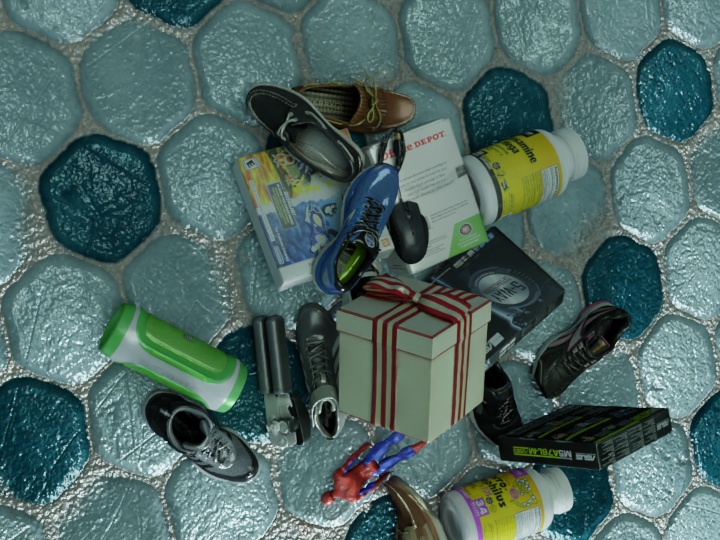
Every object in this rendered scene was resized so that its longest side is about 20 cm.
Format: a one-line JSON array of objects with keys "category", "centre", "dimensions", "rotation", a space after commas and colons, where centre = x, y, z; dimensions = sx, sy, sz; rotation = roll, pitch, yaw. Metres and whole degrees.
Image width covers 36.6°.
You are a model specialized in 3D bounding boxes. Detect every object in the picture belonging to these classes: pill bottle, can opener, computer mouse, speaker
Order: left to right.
[{"category": "speaker", "centre": [-0.261, 0.123, 1.529], "dimensions": [0.199, 0.088, 0.089], "rotation": [30, 81, -19]}, {"category": "can opener", "centre": [-0.120, 0.164, 1.611], "dimensions": [0.066, 0.052, 0.202], "rotation": [-18, 101, -54]}, {"category": "computer mouse", "centre": [0.064, -0.108, 1.588], "dimensions": [0.058, 0.034, 0.202], "rotation": [-13, 97, -16]}, {"category": "pill bottle", "centre": [0.232, 0.372, 1.716], "dimensions": [0.198, 0.104, 0.105], "rotation": [-14, 96, -21]}, {"category": "pill bottle", "centre": [0.252, -0.154, 1.708], "dimensions": [0.199, 0.112, 0.113], "rotation": [-22, 99, -20]}]

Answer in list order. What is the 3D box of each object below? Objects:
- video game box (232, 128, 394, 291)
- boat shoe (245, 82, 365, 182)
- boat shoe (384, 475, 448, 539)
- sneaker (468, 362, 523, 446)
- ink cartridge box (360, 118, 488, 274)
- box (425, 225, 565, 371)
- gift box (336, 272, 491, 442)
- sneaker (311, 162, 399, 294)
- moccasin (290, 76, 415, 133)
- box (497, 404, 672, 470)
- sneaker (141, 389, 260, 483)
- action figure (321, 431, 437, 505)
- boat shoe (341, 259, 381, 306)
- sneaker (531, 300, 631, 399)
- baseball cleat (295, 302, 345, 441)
[{"category": "video game box", "centre": [-0.068, -0.091, 1.590], "dimensions": [0.181, 0.047, 0.201], "rotation": [-18, 78, -22]}, {"category": "boat shoe", "centre": [-0.083, -0.194, 1.551], "dimensions": [0.200, 0.060, 0.074], "rotation": [40, 111, -3]}, {"category": "boat shoe", "centre": [0.089, 0.409, 1.679], "dimensions": [0.072, 0.076, 0.201], "rotation": [-34, 101, -15]}, {"category": "sneaker", "centre": [0.208, 0.201, 1.712], "dimensions": [0.075, 0.087, 0.201], "rotation": [-34, 103, -17]}, {"category": "ink cartridge box", "centre": [0.089, -0.113, 1.660], "dimensions": [0.145, 0.084, 0.202], "rotation": [-23, 100, -19]}, {"category": "box", "centre": [0.189, 0.049, 1.679], "dimensions": [0.200, 0.044, 0.160], "rotation": [-38, 66, -15]}, {"category": "gift box", "centre": [0.077, 0.104, 1.557], "dimensions": [0.200, 0.183, 0.188], "rotation": [-33, 129, -53]}, {"category": "sneaker", "centre": [0.007, -0.054, 1.513], "dimensions": [0.078, 0.089, 0.201], "rotation": [25, 87, -25]}, {"category": "moccasin", "centre": [-0.009, -0.249, 1.622], "dimensions": [0.200, 0.078, 0.074], "rotation": [8, 86, -21]}, {"category": "box", "centre": [0.345, 0.253, 1.681], "dimensions": [0.199, 0.192, 0.048], "rotation": [-14, 98, -43]}, {"category": "sneaker", "centre": [-0.216, 0.245, 1.534], "dimensions": [0.200, 0.114, 0.076], "rotation": [38, 79, -18]}, {"category": "action figure", "centre": [0.023, 0.295, 1.664], "dimensions": [0.199, 0.052, 0.066], "rotation": [-35, 97, -12]}, {"category": "boat shoe", "centre": [0.000, 0.000, 1.638], "dimensions": [0.071, 0.066, 0.202], "rotation": [1, 91, -21]}, {"category": "sneaker", "centre": [0.361, 0.124, 1.770], "dimensions": [0.080, 0.086, 0.200], "rotation": [44, 77, -14]}, {"category": "baseball cleat", "centre": [-0.052, 0.148, 1.599], "dimensions": [0.069, 0.106, 0.202], "rotation": [-13, 94, -1]}]
